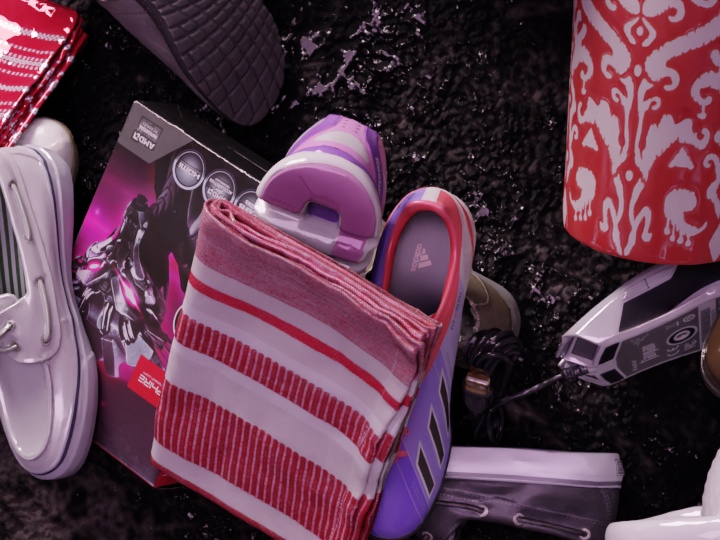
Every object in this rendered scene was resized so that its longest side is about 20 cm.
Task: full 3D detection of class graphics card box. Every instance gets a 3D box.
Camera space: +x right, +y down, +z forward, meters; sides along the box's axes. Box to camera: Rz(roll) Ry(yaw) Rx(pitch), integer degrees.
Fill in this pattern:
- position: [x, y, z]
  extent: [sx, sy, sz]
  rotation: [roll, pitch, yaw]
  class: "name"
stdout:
- position: [-0.117, 0.014, 1.231]
  extent: [0.125, 0.051, 0.201]
  rotation: [34, 106, 26]
  class: "graphics card box"

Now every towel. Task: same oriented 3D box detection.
- position: [-0.276, -0.104, 1.272]
  extent: [0.144, 0.023, 0.201]
  rotation: [21, 63, 18]
  class: "towel"
- position: [-0.044, 0.070, 1.121]
  extent: [0.143, 0.023, 0.201]
  rotation: [30, 131, 15]
  class: "towel"

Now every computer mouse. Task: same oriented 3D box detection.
- position: [0.147, 0.034, 1.190]
  extent: [0.199, 0.110, 0.044]
  rotation: [-22, 61, -2]
  class: "computer mouse"

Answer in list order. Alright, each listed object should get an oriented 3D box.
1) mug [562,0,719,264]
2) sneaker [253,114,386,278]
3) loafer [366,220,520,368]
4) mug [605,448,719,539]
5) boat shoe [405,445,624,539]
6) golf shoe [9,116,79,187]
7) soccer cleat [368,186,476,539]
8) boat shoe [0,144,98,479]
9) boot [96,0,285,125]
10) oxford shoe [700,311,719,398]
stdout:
- position: [0.194, -0.110, 1.133]
  extent: [0.176, 0.133, 0.201]
  rotation: [13, 113, 20]
  class: "mug"
- position: [-0.027, -0.006, 1.146]
  extent: [0.080, 0.089, 0.201]
  rotation: [18, 132, -1]
  class: "sneaker"
- position: [0.000, 0.000, 1.227]
  extent: [0.199, 0.070, 0.076]
  rotation: [19, 91, 13]
  class: "loafer"
- position: [0.232, 0.139, 1.112]
  extent: [0.199, 0.175, 0.149]
  rotation: [-7, 85, 12]
  class: "mug"
- position: [0.055, 0.137, 1.212]
  extent: [0.198, 0.070, 0.067]
  rotation: [1, 85, 5]
  class: "boat shoe"
- position: [-0.257, -0.019, 1.276]
  extent: [0.200, 0.092, 0.073]
  rotation: [-44, 78, 5]
  class: "golf shoe"
- position: [0.023, 0.052, 1.148]
  extent: [0.068, 0.073, 0.202]
  rotation: [10, 89, 8]
  class: "soccer cleat"
- position: [-0.207, 0.025, 1.218]
  extent: [0.073, 0.067, 0.202]
  rotation: [-13, 82, 34]
  class: "boat shoe"
- position: [-0.139, -0.174, 1.263]
  extent: [0.070, 0.200, 0.131]
  rotation: [-50, 32, -19]
  class: "boot"
- position: [0.255, -0.012, 1.107]
  extent: [0.200, 0.084, 0.073]
  rotation: [-47, 65, 0]
  class: "oxford shoe"
